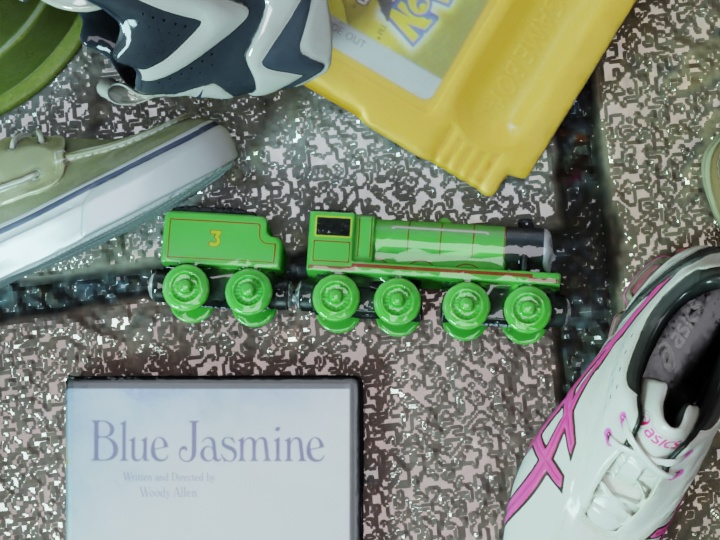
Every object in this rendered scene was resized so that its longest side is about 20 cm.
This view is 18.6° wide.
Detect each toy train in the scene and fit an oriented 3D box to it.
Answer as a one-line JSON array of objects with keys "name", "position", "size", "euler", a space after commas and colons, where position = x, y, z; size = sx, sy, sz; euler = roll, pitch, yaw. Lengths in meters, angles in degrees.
[{"name": "toy train", "position": [0.000, 0.000, 1.032], "size": [0.198, 0.042, 0.057], "euler": [3, 78, 3]}]

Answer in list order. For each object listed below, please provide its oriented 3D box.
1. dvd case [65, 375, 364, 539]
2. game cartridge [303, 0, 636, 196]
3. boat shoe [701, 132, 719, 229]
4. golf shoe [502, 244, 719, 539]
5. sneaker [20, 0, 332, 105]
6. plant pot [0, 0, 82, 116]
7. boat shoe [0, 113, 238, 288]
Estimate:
[{"name": "dvd case", "position": [-0.069, 0.150, 1.040], "size": [0.141, 0.018, 0.202], "euler": [0, 88, 3]}, {"name": "game cartridge", "position": [0.029, -0.153, 1.009], "size": [0.199, 0.032, 0.177], "euler": [30, 105, -2]}, {"name": "boat shoe", "position": [0.234, 0.010, 1.007], "size": [0.074, 0.066, 0.200], "euler": [-41, 87, 0]}, {"name": "golf shoe", "position": [0.118, 0.079, 0.998], "size": [0.072, 0.092, 0.201], "euler": [25, 91, 1]}, {"name": "sneaker", "position": [-0.094, -0.163, 0.943], "size": [0.129, 0.079, 0.201], "euler": [-18, 115, -20]}, {"name": "plant pot", "position": [-0.220, -0.169, 0.971], "size": [0.198, 0.190, 0.202], "euler": [0, 88, 3]}, {"name": "boat shoe", "position": [-0.155, -0.032, 1.023], "size": [0.199, 0.072, 0.062], "euler": [-24, 90, 4]}]
